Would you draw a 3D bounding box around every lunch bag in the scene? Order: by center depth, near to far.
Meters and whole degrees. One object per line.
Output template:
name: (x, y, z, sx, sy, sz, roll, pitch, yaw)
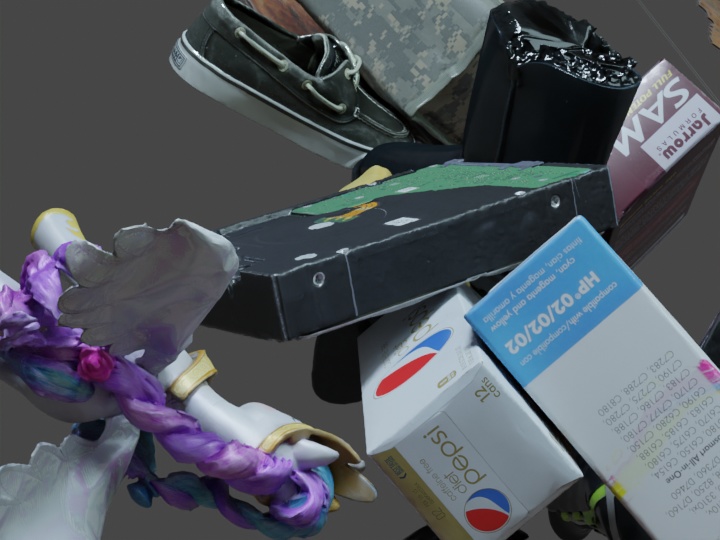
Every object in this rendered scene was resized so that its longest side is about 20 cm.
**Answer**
lunch bag: (0.064, -0.165, 1.311, 0.164, 0.118, 0.200, 50, 12, 29)

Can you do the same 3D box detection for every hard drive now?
hard drive: (0.009, -0.014, 0.861, 0.200, 0.038, 0.140, -20, 15, -31)

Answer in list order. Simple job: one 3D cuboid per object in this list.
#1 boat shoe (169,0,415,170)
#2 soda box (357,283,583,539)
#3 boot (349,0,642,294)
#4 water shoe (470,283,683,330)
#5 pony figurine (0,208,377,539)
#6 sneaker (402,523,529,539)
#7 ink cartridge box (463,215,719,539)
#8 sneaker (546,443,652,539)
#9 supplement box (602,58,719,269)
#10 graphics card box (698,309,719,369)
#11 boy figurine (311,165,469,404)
boat shoe: (-0.030, -0.123, 1.166, 0.200, 0.064, 0.071, 22, 28, -37)
soda box: (0.044, 0.059, 0.792, 0.068, 0.064, 0.200, 49, 6, -10)
boot: (0.078, -0.085, 1.041, 0.076, 0.169, 0.200, -10, 32, -36)
water shoe: (0.124, 0.011, 1.129, 0.200, 0.079, 0.072, 38, 22, -1)
pony figurine: (-0.104, 0.039, 0.679, 0.200, 0.167, 0.193, 32, 10, 26)
sneaker: (0.089, 0.151, 0.810, 0.200, 0.071, 0.099, 1, 46, -43)
ink cartridge box: (0.136, 0.073, 0.753, 0.200, 0.068, 0.115, 49, 6, 5)
sneaker: (0.141, 0.125, 0.934, 0.072, 0.083, 0.200, 34, 18, -8)
supplement box: (0.177, -0.052, 1.176, 0.061, 0.109, 0.200, 44, -11, 13)
graphics card box: (0.238, 0.059, 1.107, 0.051, 0.126, 0.200, 30, 11, 9)
boy figurine: (0.000, 0.000, 0.983, 0.124, 0.065, 0.200, 10, 26, -10)
